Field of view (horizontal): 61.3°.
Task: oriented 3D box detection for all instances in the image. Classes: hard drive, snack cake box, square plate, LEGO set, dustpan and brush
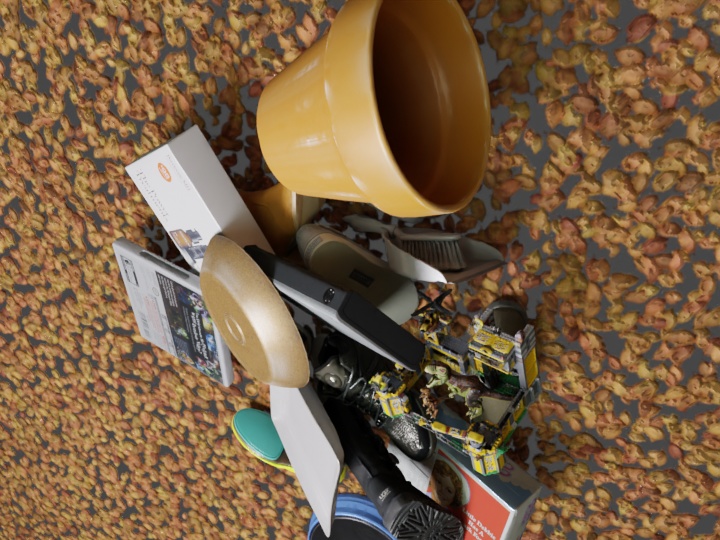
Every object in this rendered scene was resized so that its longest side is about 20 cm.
[{"bbox_3d":[-0.036,0.036,0.661,0.197,0.034,0.139,23,168,49],"label":"hard drive"},{"bbox_3d":[0.125,0.266,0.787,0.198,0.066,0.118,36,127,36],"label":"snack cake box"},{"bbox_3d":[-0.071,0.215,0.799,0.202,0.028,0.202,54,150,36],"label":"square plate"},{"bbox_3d":[0.099,0.103,0.652,0.198,0.152,0.118,31,150,45],"label":"LEGO set"},{"bbox_3d":[0.055,-0.033,0.700,0.195,0.138,0.059,6,104,39],"label":"dustpan and brush"}]

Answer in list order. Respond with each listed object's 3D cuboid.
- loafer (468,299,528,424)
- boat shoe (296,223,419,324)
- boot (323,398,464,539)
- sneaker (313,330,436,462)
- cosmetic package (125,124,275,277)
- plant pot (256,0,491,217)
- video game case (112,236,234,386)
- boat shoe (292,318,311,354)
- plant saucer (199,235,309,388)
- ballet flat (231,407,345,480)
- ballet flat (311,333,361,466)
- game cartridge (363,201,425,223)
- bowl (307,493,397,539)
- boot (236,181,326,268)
[{"bbox_3d":[0.165,0.139,0.755,0.073,0.070,0.207,7,117,18],"label":"loafer"},{"bbox_3d":[-0.001,0.001,0.734,0.070,0.072,0.199,-48,133,8],"label":"boat shoe"},{"bbox_3d":[0.033,0.264,0.778,0.066,0.199,0.166,-43,129,-8],"label":"boot"},{"bbox_3d":[0.009,0.158,0.757,0.077,0.112,0.202,-51,62,34],"label":"sneaker"},{"bbox_3d":[-0.194,-0.064,0.753,0.148,0.052,0.203,-5,121,50],"label":"cosmetic package"},{"bbox_3d":[0.002,-0.149,0.585,0.179,0.199,0.206,-3,115,40],"label":"plant pot"},{"bbox_3d":[-0.265,0.064,0.877,0.178,0.023,0.204,25,138,19],"label":"video game case"},{"bbox_3d":[-0.160,0.070,0.860,0.197,0.062,0.076,35,124,5],"label":"boat shoe"},{"bbox_3d":[-0.133,0.059,0.701,0.199,0.035,0.204,39,148,30],"label":"plant saucer"},{"bbox_3d":[-0.114,0.284,0.947,0.195,0.068,0.068,24,142,8],"label":"ballet flat"},{"bbox_3d":[-0.033,0.191,0.864,0.067,0.070,0.206,-3,113,23],"label":"ballet flat"},{"bbox_3d":[0.016,-0.151,0.698,0.197,0.041,0.135,36,126,3],"label":"game cartridge"},{"bbox_3d":[0.002,0.459,0.994,0.194,0.039,0.207,9,118,18],"label":"bowl"},{"bbox_3d":[-0.112,-0.083,0.745,0.141,0.071,0.207,20,129,27],"label":"boot"}]
